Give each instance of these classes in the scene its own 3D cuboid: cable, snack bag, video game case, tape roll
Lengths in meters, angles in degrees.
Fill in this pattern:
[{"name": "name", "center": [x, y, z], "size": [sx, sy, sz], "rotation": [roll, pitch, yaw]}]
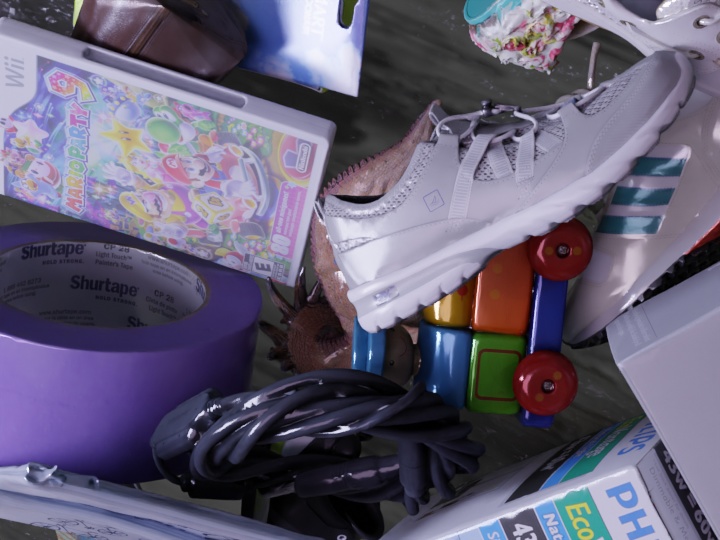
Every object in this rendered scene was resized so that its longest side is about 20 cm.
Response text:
[{"name": "cable", "center": [-0.016, 0.099, 0.868], "size": [0.200, 0.163, 0.051], "rotation": [-32, 46, 56]}, {"name": "snack bag", "center": [-0.136, 0.142, 0.929], "size": [0.200, 0.188, 0.021], "rotation": [-14, 61, 58]}, {"name": "video game case", "center": [-0.121, -0.066, 0.966], "size": [0.199, 0.018, 0.143], "rotation": [18, 143, 1]}, {"name": "tape roll", "center": [-0.162, 0.044, 0.986], "size": [0.199, 0.200, 0.085], "rotation": [18, 113, 22]}]

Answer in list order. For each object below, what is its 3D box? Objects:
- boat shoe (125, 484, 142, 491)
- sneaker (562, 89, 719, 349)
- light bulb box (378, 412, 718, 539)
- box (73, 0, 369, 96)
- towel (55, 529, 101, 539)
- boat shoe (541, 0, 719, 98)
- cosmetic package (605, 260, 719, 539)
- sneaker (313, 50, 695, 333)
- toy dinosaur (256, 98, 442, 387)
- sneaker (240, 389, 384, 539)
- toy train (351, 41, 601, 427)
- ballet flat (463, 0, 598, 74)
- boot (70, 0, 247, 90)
[{"name": "boat shoe", "center": [-0.133, 0.205, 1.103], "size": [0.072, 0.060, 0.202], "rotation": [153, 97, -73]}, {"name": "sneaker", "center": [0.162, -0.046, 0.877], "size": [0.093, 0.070, 0.200], "rotation": [53, 123, 22]}, {"name": "light bulb box", "center": [0.134, 0.204, 0.924], "size": [0.200, 0.125, 0.199], "rotation": [-27, 91, 32]}, {"name": "box", "center": [-0.073, -0.183, 0.960], "size": [0.199, 0.048, 0.122], "rotation": [17, 113, 22]}, {"name": "towel", "center": [-0.167, 0.242, 1.107], "size": [0.147, 0.022, 0.201], "rotation": [5, 111, 67]}, {"name": "boat shoe", "center": [0.157, -0.132, 0.774], "size": [0.199, 0.069, 0.071], "rotation": [21, 87, 0]}, {"name": "cosmetic package", "center": [0.204, 0.100, 0.804], "size": [0.090, 0.107, 0.200], "rotation": [-32, 92, 9]}, {"name": "sneaker", "center": [0.066, -0.052, 0.777], "size": [0.200, 0.075, 0.082], "rotation": [-33, 89, 9]}, {"name": "toy dinosaur", "center": [0.000, 0.000, 0.955], "size": [0.135, 0.086, 0.201], "rotation": [10, 110, 24]}, {"name": "sneaker", "center": [-0.028, 0.166, 1.016], "size": [0.083, 0.072, 0.201], "rotation": [15, 124, 20]}, {"name": "toy train", "center": [0.057, -0.023, 0.852], "size": [0.115, 0.085, 0.201], "rotation": [4, 99, -7]}, {"name": "ballet flat", "center": [0.136, -0.178, 0.852], "size": [0.064, 0.076, 0.200], "rotation": [34, 127, -20]}, {"name": "boot", "center": [-0.177, -0.135, 0.965], "size": [0.186, 0.064, 0.200], "rotation": [29, 145, -12]}]
